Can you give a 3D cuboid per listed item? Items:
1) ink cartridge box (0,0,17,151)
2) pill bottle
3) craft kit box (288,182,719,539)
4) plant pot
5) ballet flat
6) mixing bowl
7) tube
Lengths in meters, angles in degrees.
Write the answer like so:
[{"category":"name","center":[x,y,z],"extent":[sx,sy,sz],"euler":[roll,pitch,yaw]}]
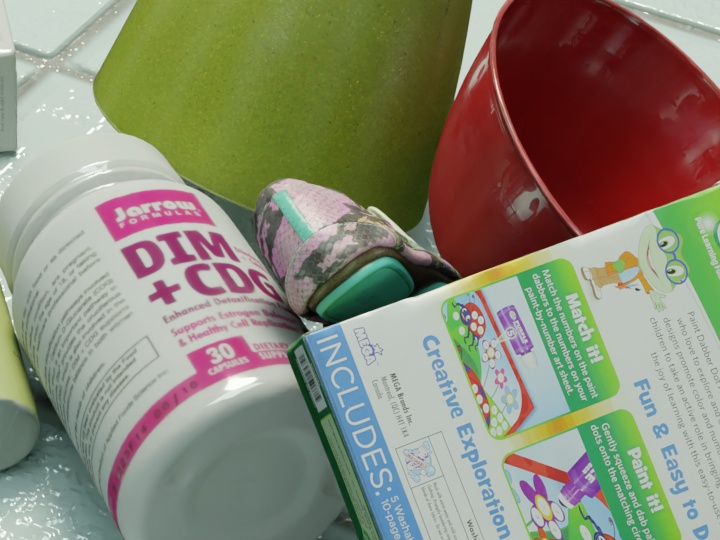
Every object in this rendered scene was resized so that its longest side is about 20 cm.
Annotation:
[{"category":"ink cartridge box","center":[-0.292,-0.116,1.054],"extent":[0.199,0.068,0.115],"euler":[-5,40,-15]},{"category":"pill bottle","center":[-0.088,0.032,0.866],"extent":[0.113,0.114,0.200],"euler":[-14,43,-24]},{"category":"craft kit box","center":[0.098,0.087,0.766],"extent":[0.197,0.049,0.201],"euler":[-19,83,-14]},{"category":"plant pot","center":[-0.015,-0.150,0.990],"extent":[0.186,0.201,0.187],"euler":[21,21,-9]},{"category":"ballet flat","center":[0.000,0.000,0.866],"extent":[0.069,0.200,0.071],"euler":[-35,70,5]},{"category":"mixing bowl","center":[0.106,-0.028,0.946],"extent":[0.200,0.108,0.201],"euler":[27,41,-27]},{"category":"tube","center":[-0.192,0.006,0.920],"extent":[0.058,0.052,0.200],"euler":[-34,46,10]}]
